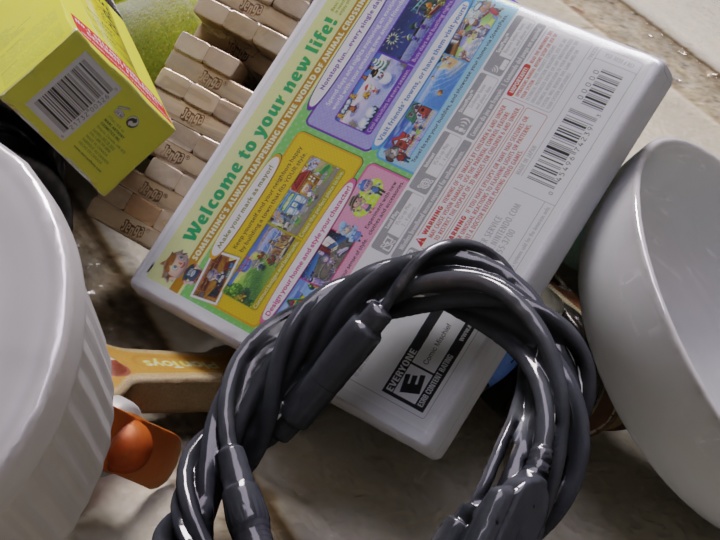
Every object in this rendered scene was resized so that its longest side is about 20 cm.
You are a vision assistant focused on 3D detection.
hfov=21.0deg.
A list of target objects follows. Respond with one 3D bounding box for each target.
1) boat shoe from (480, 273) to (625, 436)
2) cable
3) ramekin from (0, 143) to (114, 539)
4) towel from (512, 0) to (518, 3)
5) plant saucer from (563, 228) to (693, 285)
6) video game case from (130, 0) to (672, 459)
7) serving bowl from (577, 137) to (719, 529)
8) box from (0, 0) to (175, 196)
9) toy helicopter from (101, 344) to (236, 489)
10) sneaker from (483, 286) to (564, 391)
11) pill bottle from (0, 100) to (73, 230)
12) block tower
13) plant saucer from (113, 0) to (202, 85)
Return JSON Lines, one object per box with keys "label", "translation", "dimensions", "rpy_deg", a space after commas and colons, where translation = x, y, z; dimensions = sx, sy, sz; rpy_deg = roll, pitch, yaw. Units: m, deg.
{"label": "boat shoe", "translation": [0.067, 0.022, 0.961], "dimensions": [0.074, 0.076, 0.200], "rpy_deg": [22, 19, -42]}
{"label": "cable", "translation": [0.006, 0.076, 0.783], "dimensions": [0.163, 0.051, 0.201], "rpy_deg": [11, 65, 31]}
{"label": "ramekin", "translation": [-0.185, 0.049, 0.725], "dimensions": [0.201, 0.094, 0.203], "rpy_deg": [-7, 59, 12]}
{"label": "towel", "translation": [0.030, -0.149, 1.058], "dimensions": [0.200, 0.023, 0.144], "rpy_deg": [41, 33, 9]}
{"label": "plant saucer", "translation": [0.101, -0.033, 1.025], "dimensions": [0.200, 0.027, 0.200], "rpy_deg": [32, 9, -5]}
{"label": "video game case", "translation": [0.015, -0.039, 0.873], "dimensions": [0.182, 0.200, 0.022], "rpy_deg": [27, -11, 32]}
{"label": "serving bowl", "translation": [0.160, 0.041, 0.881], "dimensions": [0.200, 0.066, 0.201], "rpy_deg": [36, 37, -33]}
{"label": "box", "translation": [-0.148, -0.114, 0.950], "dimensions": [0.075, 0.050, 0.200], "rpy_deg": [46, 8, -30]}
{"label": "toy helicopter", "translation": [-0.107, 0.051, 0.849], "dimensions": [0.199, 0.079, 0.132], "rpy_deg": [3, 21, -37]}
{"label": "sneaker", "translation": [-0.001, 0.000, 0.923], "dimensions": [0.200, 0.111, 0.077], "rpy_deg": [46, 5, 39]}
{"label": "pill bottle", "translation": [-0.214, -0.068, 0.983], "dimensions": [0.111, 0.112, 0.200], "rpy_deg": [-5, 33, -24]}
{"label": "block tower", "translation": [-0.061, -0.100, 0.957], "dimensions": [0.058, 0.201, 0.054], "rpy_deg": [29, -3, 13]}
{"label": "plant saucer", "translation": [-0.108, -0.152, 1.109], "dimensions": [0.199, 0.048, 0.200], "rpy_deg": [-13, 22, 35]}
